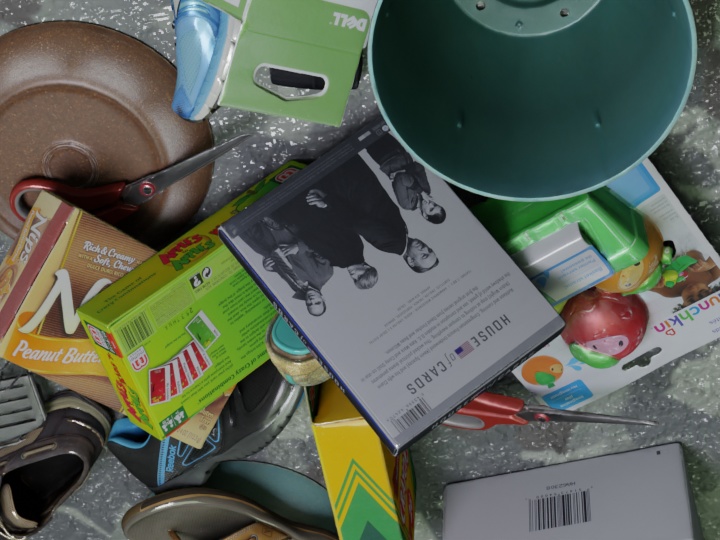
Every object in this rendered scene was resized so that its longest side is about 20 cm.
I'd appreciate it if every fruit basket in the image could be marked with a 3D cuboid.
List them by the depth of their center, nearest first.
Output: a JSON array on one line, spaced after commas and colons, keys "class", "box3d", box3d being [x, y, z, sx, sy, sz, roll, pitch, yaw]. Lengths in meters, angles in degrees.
[{"class": "fruit basket", "box3d": [0.168, 0.017, 1.319, 0.185, 0.094, 0.200, -28, 120, 20]}]

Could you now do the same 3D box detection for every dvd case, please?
[{"class": "dvd case", "box3d": [0.021, 0.006, 1.235, 0.150, 0.200, 0.025, -35, 163, -16]}]

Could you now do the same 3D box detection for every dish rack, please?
[{"class": "dish rack", "box3d": [-0.334, 0.061, 1.396, 0.153, 0.055, 0.201, -12, 112, 12]}]

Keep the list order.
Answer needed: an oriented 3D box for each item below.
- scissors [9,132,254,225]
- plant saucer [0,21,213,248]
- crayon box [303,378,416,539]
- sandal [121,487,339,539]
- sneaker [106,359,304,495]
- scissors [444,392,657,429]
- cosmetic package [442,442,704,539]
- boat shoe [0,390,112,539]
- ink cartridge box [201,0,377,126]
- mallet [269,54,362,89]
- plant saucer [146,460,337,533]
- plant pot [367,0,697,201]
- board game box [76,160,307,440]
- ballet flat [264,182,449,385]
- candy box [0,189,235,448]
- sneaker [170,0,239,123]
[{"class": "scissors", "box3d": [-0.161, -0.051, 1.306, 0.199, 0.014, 0.073, -13, 120, 11]}, {"class": "plant saucer", "box3d": [-0.208, -0.082, 1.317, 0.199, 0.037, 0.201, 2, 124, 4]}, {"class": "crayon box", "box3d": [0.002, 0.131, 1.383, 0.050, 0.127, 0.201, -8, 123, 9]}, {"class": "sandal", "box3d": [-0.093, 0.227, 1.443, 0.199, 0.055, 0.082, 23, 132, -18]}, {"class": "sneaker", "box3d": [-0.116, 0.108, 1.409, 0.082, 0.073, 0.200, 40, 117, -20]}, {"class": "scissors", "box3d": [0.129, 0.110, 1.377, 0.199, 0.014, 0.073, 9, 148, 17]}, {"class": "cosmetic package", "box3d": [0.185, 0.269, 1.462, 0.198, 0.123, 0.201, -12, 122, 12]}, {"class": "boat shoe", "box3d": [-0.281, 0.177, 1.466, 0.074, 0.073, 0.200, 36, 118, -17]}, {"class": "ink cartridge box", "box3d": [-0.037, -0.201, 1.148, 0.103, 0.059, 0.201, 6, 107, -42]}, {"class": "mallet", "box3d": [-0.017, -0.213, 1.220, 0.065, 0.041, 0.201, 10, 119, -3]}, {"class": "plant saucer", "box3d": [-0.097, 0.249, 1.521, 0.199, 0.036, 0.201, 2, 123, 3]}, {"class": "plant pot", "box3d": [0.108, -0.172, 1.158, 0.199, 0.161, 0.201, 2, 124, 3]}, {"class": "board game box", "box3d": [-0.095, 0.019, 1.293, 0.200, 0.048, 0.102, -36, 124, -24]}, {"class": "ballet flat", "box3d": [0.000, 0.000, 1.292, 0.070, 0.200, 0.071, 29, 156, 14]}, {"class": "candy box", "box3d": [-0.171, 0.038, 1.308, 0.200, 0.055, 0.116, 31, 86, -39]}, {"class": "sneaker", "box3d": [-0.106, -0.198, 1.224, 0.089, 0.078, 0.201, 17, 117, 11]}]
